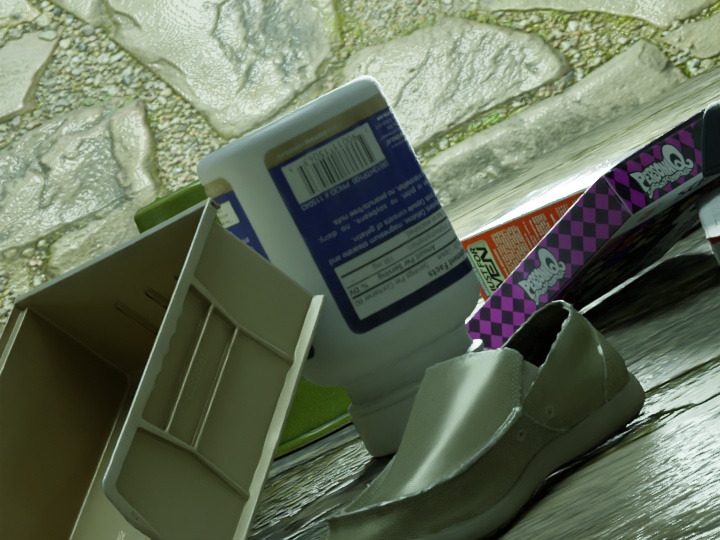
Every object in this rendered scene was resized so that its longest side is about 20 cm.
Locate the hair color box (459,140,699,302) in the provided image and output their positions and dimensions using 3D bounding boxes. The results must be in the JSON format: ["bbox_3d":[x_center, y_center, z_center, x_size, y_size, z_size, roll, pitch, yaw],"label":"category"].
[{"bbox_3d":[0.181,-0.043,1.683,0.200,0.064,0.111,-21,8,45],"label":"hair color box"}]

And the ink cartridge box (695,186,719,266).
[{"bbox_3d":[0.269,-0.045,1.256,0.161,0.050,0.200,-26,6,9],"label":"ink cartridge box"}]

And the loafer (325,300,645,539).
[{"bbox_3d":[0.047,0.074,0.999,0.076,0.068,0.200,-23,6,44],"label":"loafer"}]

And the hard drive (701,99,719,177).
[{"bbox_3d":[0.278,-0.102,1.152,0.200,0.042,0.135,-19,-2,-28],"label":"hard drive"}]

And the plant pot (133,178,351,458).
[{"bbox_3d":[-0.063,0.015,1.597,0.200,0.193,0.200,-27,4,2],"label":"plant pot"}]

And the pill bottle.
[{"bbox_3d":[0.000,0.000,1.311,0.120,0.200,0.120,-27,4,2],"label":"pill bottle"}]

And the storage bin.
[{"bbox_3d":[-0.137,0.092,1.249,0.200,0.094,0.199,-23,39,46],"label":"storage bin"}]

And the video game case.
[{"bbox_3d":[0.170,-0.032,1.402,0.181,0.036,0.200,-29,-13,-36],"label":"video game case"}]
